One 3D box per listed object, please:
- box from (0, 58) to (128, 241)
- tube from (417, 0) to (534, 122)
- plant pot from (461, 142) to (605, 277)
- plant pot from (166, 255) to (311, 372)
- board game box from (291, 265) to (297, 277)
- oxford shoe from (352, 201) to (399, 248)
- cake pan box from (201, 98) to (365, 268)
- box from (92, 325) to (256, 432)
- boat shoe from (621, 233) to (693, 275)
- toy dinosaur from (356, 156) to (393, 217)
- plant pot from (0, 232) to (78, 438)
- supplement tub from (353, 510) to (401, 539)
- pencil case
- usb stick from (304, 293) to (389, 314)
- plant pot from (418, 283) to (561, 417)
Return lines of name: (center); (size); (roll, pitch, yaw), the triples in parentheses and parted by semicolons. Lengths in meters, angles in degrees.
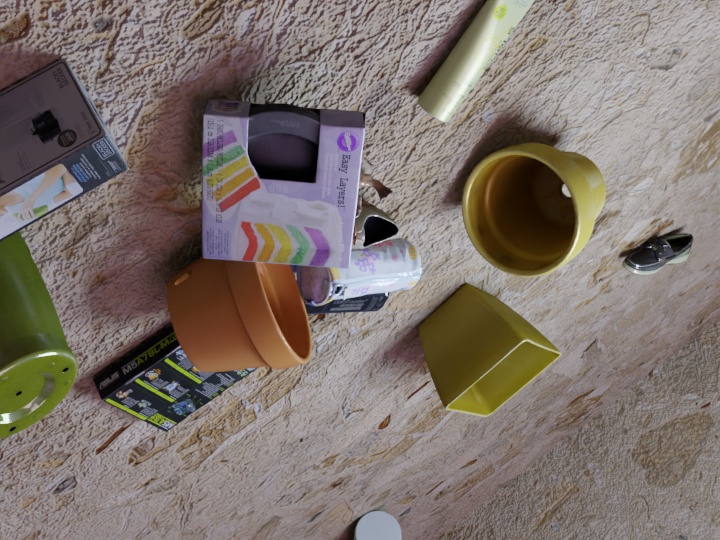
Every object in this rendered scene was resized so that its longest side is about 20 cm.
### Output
box: (-0.340, -0.103, 0.856); (0.200, 0.117, 0.060); (-32, 153, -7)
tube: (0.149, -0.284, 1.147); (0.200, 0.052, 0.058); (-54, -174, 22)
plant pot: (0.292, -0.110, 1.412); (0.189, 0.201, 0.201); (-25, 153, -48)
plant pot: (-0.165, 0.050, 1.192); (0.139, 0.201, 0.200); (-20, 151, 7)
board game box: (-0.097, -0.001, 1.340); (0.199, 0.019, 0.103); (-30, 151, -8)
oxford shoe: (-0.033, -0.061, 1.242); (0.199, 0.074, 0.071); (-14, 115, -38)
cake pan box: (-0.092, -0.101, 1.043); (0.183, 0.052, 0.201); (4, 123, -7)
box: (-0.274, 0.156, 1.368); (0.193, 0.048, 0.200); (-33, 151, 3)
boat shoe: (0.663, -0.044, 1.991); (0.199, 0.073, 0.065); (-18, 136, -33)
toy dinosaur: (-0.046, -0.117, 1.168); (0.200, 0.136, 0.086); (-44, -169, -31)
plant pot: (-0.398, 0.065, 0.924); (0.200, 0.193, 0.201); (-36, 157, -18)
supplement tub: (0.043, 0.763, 2.479); (0.132, 0.132, 0.200); (-23, 149, -18)
pencil case: (0.000, 0.000, 1.328); (0.199, 0.090, 0.084); (-9, 103, -44)
usb stick: (-0.032, 0.046, 1.460); (0.199, 0.033, 0.056); (1, 129, -45)
plant pot: (0.229, 0.143, 1.714); (0.200, 0.177, 0.200); (-43, 150, 16)
